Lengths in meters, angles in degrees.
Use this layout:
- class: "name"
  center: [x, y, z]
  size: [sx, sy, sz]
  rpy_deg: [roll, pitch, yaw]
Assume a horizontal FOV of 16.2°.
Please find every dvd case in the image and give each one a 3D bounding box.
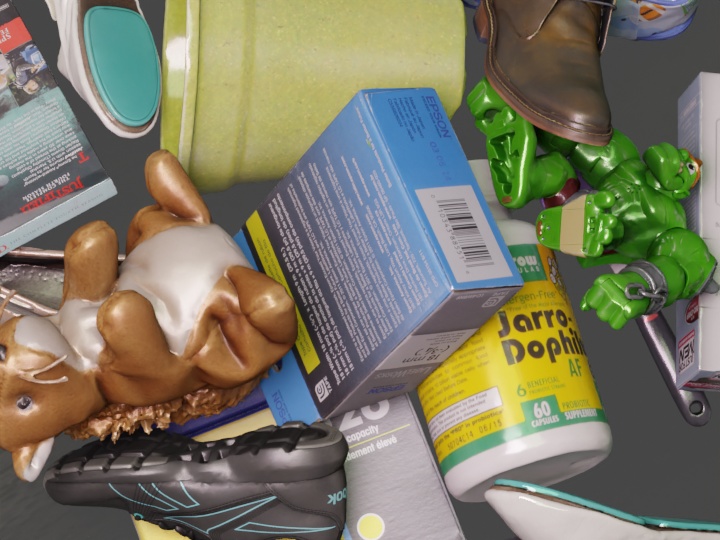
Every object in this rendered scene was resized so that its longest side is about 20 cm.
- class: "dvd case"
  center: [-0.264, -0.090, 1.676]
  size: [0.146, 0.022, 0.200]
  rpy_deg: [-29, 55, -6]

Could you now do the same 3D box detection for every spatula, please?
- class: "spatula"
  center: [0.179, 0.013, 1.664]
  size: [0.056, 0.021, 0.201]
  rpy_deg: [-25, 76, -6]

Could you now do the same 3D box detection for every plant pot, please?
- class: "plant pot"
  center: [-0.031, -0.136, 1.639]
  size: [0.183, 0.200, 0.201]
  rpy_deg: [3, 74, -9]

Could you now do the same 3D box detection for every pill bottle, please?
- class: "pill bottle"
  center: [0.082, 0.037, 1.614]
  size: [0.112, 0.113, 0.201]
  rpy_deg: [-16, 74, -2]

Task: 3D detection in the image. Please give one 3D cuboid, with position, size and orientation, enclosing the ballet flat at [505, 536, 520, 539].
- class: "ballet flat"
  center: [0.147, 0.247, 1.577]
  size: [0.073, 0.073, 0.200]
  rpy_deg: [-32, 76, -6]

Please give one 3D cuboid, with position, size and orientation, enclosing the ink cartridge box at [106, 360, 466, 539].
- class: "ink cartridge box"
  center: [-0.052, 0.135, 1.628]
  size: [0.197, 0.047, 0.201]
  rpy_deg: [-22, 77, -3]

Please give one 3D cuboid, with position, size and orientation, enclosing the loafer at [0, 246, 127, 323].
- class: "loafer"
  center: [-0.160, 0.020, 1.649]
  size: [0.199, 0.063, 0.072]
  rpy_deg: [6, 66, 5]

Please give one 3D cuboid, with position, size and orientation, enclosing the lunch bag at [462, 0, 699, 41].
- class: "lunch bag"
  center: [0.153, -0.246, 1.710]
  size: [0.199, 0.076, 0.161]
  rpy_deg: [10, 73, 6]

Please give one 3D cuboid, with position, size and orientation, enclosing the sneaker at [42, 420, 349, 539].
- class: "sneaker"
  center: [-0.103, 0.142, 1.569]
  size: [0.199, 0.075, 0.080]
  rpy_deg: [-3, 106, 17]

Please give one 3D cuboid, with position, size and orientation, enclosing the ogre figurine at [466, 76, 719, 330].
- class: "ogre figurine"
  center: [0.151, -0.043, 1.585]
  size: [0.200, 0.120, 0.098]
  rpy_deg: [38, 113, 44]

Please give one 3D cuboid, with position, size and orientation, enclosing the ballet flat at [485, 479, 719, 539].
- class: "ballet flat"
  center: [0.163, 0.176, 1.556]
  size: [0.199, 0.069, 0.070]
  rpy_deg: [14, 73, -29]

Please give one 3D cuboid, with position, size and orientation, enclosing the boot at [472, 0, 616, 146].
- class: "boot"
  center: [0.123, -0.158, 1.567]
  size: [0.074, 0.200, 0.097]
  rpy_deg: [11, 118, -21]

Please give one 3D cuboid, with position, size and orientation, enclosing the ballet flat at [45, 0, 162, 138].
- class: "ballet flat"
  center: [-0.183, -0.171, 1.710]
  size: [0.069, 0.069, 0.201]
  rpy_deg: [-15, 72, -2]

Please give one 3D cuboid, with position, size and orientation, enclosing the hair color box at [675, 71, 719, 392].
- class: "hair color box"
  center: [0.259, -0.022, 1.643]
  size: [0.099, 0.061, 0.201]
  rpy_deg: [5, 74, -8]

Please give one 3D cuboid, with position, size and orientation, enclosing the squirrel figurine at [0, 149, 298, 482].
- class: "squirrel figurine"
  center: [-0.148, 0.056, 1.535]
  size: [0.186, 0.200, 0.142]
  rpy_deg: [-34, 68, -13]

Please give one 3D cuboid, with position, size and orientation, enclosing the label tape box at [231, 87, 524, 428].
- class: "label tape box"
  center: [0.000, 0.000, 1.571]
  size: [0.063, 0.200, 0.145]
  rpy_deg: [-6, 63, -38]
